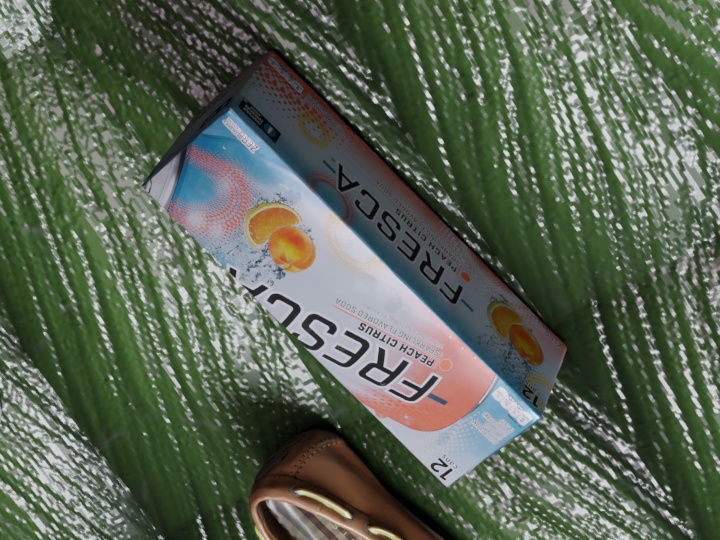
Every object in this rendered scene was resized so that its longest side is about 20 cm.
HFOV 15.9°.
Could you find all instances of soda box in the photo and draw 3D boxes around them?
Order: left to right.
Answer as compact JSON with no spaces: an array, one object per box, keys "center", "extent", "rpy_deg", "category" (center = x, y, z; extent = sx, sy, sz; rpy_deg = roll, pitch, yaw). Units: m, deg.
[{"center":[0.000,0.000,1.165],"extent":[0.200,0.068,0.064],"rpy_deg":[45,121,-9],"category":"soda box"}]

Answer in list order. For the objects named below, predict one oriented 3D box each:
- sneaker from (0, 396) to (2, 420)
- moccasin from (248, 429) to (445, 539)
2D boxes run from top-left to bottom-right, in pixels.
[{"center":[-0.276,0.056,1.281],"extent":[0.200,0.077,0.076],"rpy_deg":[13,118,9],"category":"sneaker"},{"center":[0.026,0.165,1.239],"extent":[0.074,0.078,0.201],"rpy_deg":[-33,103,29],"category":"moccasin"}]
